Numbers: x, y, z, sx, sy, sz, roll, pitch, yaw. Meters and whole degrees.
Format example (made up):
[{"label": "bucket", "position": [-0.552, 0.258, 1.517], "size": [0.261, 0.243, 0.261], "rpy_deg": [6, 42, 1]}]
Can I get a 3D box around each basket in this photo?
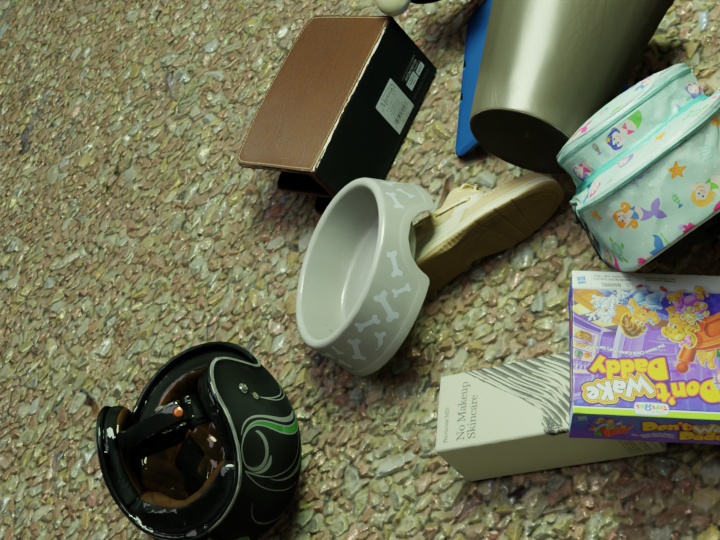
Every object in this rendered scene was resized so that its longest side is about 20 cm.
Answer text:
[{"label": "basket", "position": [0.189, -0.207, 1.416], "size": [0.178, 0.136, 0.202], "rpy_deg": [21, 71, 2]}]

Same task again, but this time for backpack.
[{"label": "backpack", "position": [0.260, -0.084, 1.265], "size": [0.177, 0.151, 0.200], "rpy_deg": [-36, 5, 9]}]

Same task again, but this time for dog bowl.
[{"label": "dog bowl", "position": [0.000, 0.000, 1.477], "size": [0.200, 0.058, 0.202], "rpy_deg": [-44, 36, 44]}]

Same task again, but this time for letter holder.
[{"label": "letter holder", "position": [-0.030, -0.172, 1.647], "size": [0.141, 0.100, 0.202], "rpy_deg": [10, 68, 43]}]

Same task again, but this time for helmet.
[{"label": "helmet", "position": [-0.148, 0.171, 1.437], "size": [0.197, 0.190, 0.203], "rpy_deg": [0, 89, 17]}]

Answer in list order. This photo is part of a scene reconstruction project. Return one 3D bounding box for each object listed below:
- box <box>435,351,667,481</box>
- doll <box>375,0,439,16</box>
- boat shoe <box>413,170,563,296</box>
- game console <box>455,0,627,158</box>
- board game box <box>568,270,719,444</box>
[{"label": "box", "position": [0.168, 0.125, 1.310], "size": [0.198, 0.068, 0.083], "rpy_deg": [-15, 53, 29]}, {"label": "doll", "position": [0.099, -0.323, 1.619], "size": [0.199, 0.049, 0.136], "rpy_deg": [-30, 17, -25]}, {"label": "boat shoe", "position": [0.106, -0.051, 1.474], "size": [0.199, 0.074, 0.070], "rpy_deg": [-31, 52, 18]}, {"label": "game console", "position": [0.192, -0.222, 1.566], "size": [0.168, 0.119, 0.202], "rpy_deg": [5, 60, 4]}, {"label": "board game box", "position": [0.271, 0.072, 1.219], "size": [0.197, 0.045, 0.136], "rpy_deg": [2, 58, 4]}]
